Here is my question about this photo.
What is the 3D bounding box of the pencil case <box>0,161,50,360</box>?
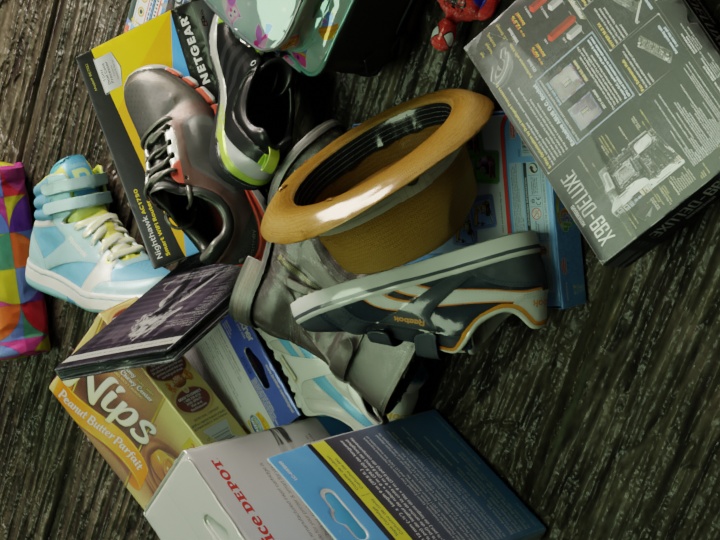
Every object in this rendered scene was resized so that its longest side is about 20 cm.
[{"bbox_3d":[-0.357,-0.005,1.935,0.088,0.088,0.202,-3,94,43],"label":"pencil case"}]

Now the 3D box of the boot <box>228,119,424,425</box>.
[{"bbox_3d":[0.000,0.000,1.573,0.173,0.069,0.201,27,102,24],"label":"boot"}]

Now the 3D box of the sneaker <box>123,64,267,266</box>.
[{"bbox_3d":[-0.147,-0.088,1.637,0.201,0.082,0.077,54,127,18],"label":"sneaker"}]

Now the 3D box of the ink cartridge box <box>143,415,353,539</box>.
[{"bbox_3d":[-0.053,0.207,1.609,0.147,0.199,0.086,53,128,23],"label":"ink cartridge box"}]

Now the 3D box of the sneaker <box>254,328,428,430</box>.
[{"bbox_3d":[-0.038,0.074,1.653,0.199,0.076,0.081,34,109,33],"label":"sneaker"}]

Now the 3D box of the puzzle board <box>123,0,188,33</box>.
[{"bbox_3d":[-0.164,-0.192,1.767,0.150,0.017,0.201,36,119,33],"label":"puzzle board"}]

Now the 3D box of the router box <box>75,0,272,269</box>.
[{"bbox_3d":[-0.150,-0.118,1.720,0.148,0.051,0.202,-20,91,37],"label":"router box"}]

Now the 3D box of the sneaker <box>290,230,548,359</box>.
[{"bbox_3d":[0.045,0.032,1.487,0.198,0.078,0.080,-15,89,19],"label":"sneaker"}]

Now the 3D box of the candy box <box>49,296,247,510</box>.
[{"bbox_3d":[-0.178,0.138,1.748,0.200,0.055,0.116,51,130,13],"label":"candy box"}]

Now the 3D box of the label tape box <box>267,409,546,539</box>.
[{"bbox_3d":[0.028,0.193,1.532,0.143,0.199,0.066,46,126,27],"label":"label tape box"}]

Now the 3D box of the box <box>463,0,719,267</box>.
[{"bbox_3d":[0.188,-0.128,1.407,0.158,0.050,0.201,-41,70,25],"label":"box"}]

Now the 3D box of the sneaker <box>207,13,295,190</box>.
[{"bbox_3d":[-0.076,-0.158,1.620,0.083,0.071,0.202,-38,46,46],"label":"sneaker"}]

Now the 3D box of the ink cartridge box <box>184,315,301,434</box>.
[{"bbox_3d":[-0.125,0.124,1.770,0.200,0.042,0.120,-43,70,42],"label":"ink cartridge box"}]

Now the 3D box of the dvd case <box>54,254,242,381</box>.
[{"bbox_3d":[-0.148,0.028,1.673,0.148,0.200,0.016,-11,112,43],"label":"dvd case"}]

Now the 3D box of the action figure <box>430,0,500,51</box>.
[{"bbox_3d":[0.093,-0.256,1.492,0.065,0.052,0.201,25,118,9],"label":"action figure"}]

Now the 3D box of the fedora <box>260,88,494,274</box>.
[{"bbox_3d":[0.024,-0.057,1.481,0.200,0.201,0.082,-11,117,43],"label":"fedora"}]

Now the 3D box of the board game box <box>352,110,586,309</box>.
[{"bbox_3d":[0.082,-0.047,1.551,0.199,0.036,0.153,-1,96,42],"label":"board game box"}]

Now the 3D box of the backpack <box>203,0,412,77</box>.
[{"bbox_3d":[-0.053,-0.263,1.559,0.200,0.153,0.177,43,120,35],"label":"backpack"}]

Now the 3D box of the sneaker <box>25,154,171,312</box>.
[{"bbox_3d":[-0.240,-0.035,1.823,0.199,0.079,0.132,13,108,40],"label":"sneaker"}]
